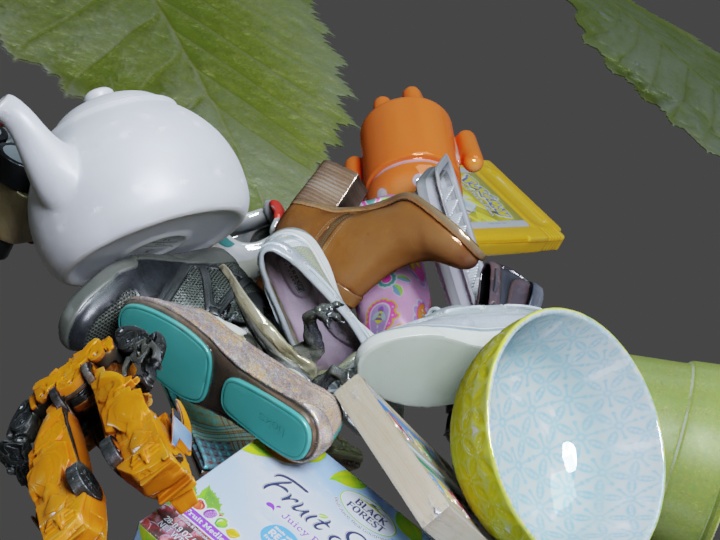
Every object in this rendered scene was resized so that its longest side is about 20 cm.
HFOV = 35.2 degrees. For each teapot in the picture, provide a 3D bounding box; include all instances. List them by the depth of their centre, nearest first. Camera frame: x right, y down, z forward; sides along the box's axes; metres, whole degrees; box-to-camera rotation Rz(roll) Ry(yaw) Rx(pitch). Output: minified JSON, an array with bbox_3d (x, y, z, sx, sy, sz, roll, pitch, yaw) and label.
[{"bbox_3d":[-0.194,-0.084,0.958,0.196,0.200,0.147,-19,80,-16],"label":"teapot"}]

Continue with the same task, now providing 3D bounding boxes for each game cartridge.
[{"bbox_3d":[0.146,-0.084,1.447,0.199,0.033,0.176,-6,43,-41],"label":"game cartridge"}]

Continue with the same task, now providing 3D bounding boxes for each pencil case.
[{"bbox_3d":[0.026,0.023,1.087,0.087,0.088,0.201,8,51,-28],"label":"pencil case"}]

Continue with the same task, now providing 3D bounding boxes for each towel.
[{"bbox_3d":[-0.104,0.096,0.980,0.146,0.022,0.200,3,37,-33],"label":"towel"}]

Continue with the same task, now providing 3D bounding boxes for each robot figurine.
[{"bbox_3d":[-0.181,0.117,0.788,0.058,0.145,0.200,55,-3,-30],"label":"robot figurine"},{"bbox_3d":[0.060,-0.122,1.329,0.142,0.117,0.201,8,52,-17],"label":"robot figurine"}]

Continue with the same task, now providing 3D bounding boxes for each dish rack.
[{"bbox_3d":[0.096,-0.013,1.164,0.043,0.202,0.172,-15,9,13],"label":"dish rack"}]

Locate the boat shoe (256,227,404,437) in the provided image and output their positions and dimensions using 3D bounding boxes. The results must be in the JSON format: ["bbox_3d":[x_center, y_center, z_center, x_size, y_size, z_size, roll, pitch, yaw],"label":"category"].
[{"bbox_3d":[-0.029,0.060,0.972,0.203,0.074,0.065,64,14,-8],"label":"boat shoe"}]

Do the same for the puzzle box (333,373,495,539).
[{"bbox_3d":[0.059,0.170,0.874,0.133,0.025,0.200,53,2,37],"label":"puzzle box"}]

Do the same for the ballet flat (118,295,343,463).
[{"bbox_3d":[-0.096,0.077,0.863,0.199,0.068,0.067,34,30,20],"label":"ballet flat"}]

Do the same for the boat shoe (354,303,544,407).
[{"bbox_3d":[0.084,0.064,0.951,0.199,0.071,0.072,-2,28,-20],"label":"boat shoe"}]

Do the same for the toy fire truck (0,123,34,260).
[{"bbox_3d":[-0.316,-0.115,1.064,0.175,0.129,0.200,34,19,16],"label":"toy fire truck"}]

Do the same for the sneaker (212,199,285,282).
[{"bbox_3d":[-0.072,-0.016,1.108,0.198,0.094,0.071,9,33,-26],"label":"sneaker"}]

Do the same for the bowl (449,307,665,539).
[{"bbox_3d":[0.134,0.139,0.886,0.199,0.107,0.202,16,63,-35],"label":"bowl"}]

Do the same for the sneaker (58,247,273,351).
[{"bbox_3d":[-0.147,0.041,0.937,0.114,0.077,0.199,36,27,28],"label":"sneaker"}]

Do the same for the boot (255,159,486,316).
[{"bbox_3d":[0.000,0.000,1.018,0.199,0.156,0.077,26,-10,23],"label":"boot"}]

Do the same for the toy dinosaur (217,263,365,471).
[{"bbox_3d":[-0.042,0.073,0.897,0.047,0.088,0.201,-34,97,-52],"label":"toy dinosaur"}]

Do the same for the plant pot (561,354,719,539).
[{"bbox_3d":[0.225,0.146,1.016,0.188,0.202,0.200,18,28,10],"label":"plant pot"}]

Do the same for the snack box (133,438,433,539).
[{"bbox_3d":[-0.037,0.217,0.793,0.199,0.068,0.168,38,34,17],"label":"snack box"}]

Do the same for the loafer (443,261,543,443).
[{"bbox_3d":[0.108,0.074,1.035,0.063,0.072,0.201,37,50,-10],"label":"loafer"}]
